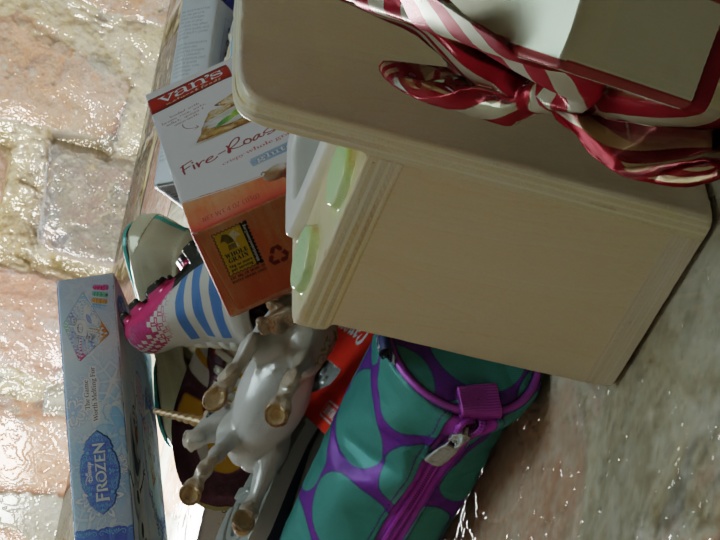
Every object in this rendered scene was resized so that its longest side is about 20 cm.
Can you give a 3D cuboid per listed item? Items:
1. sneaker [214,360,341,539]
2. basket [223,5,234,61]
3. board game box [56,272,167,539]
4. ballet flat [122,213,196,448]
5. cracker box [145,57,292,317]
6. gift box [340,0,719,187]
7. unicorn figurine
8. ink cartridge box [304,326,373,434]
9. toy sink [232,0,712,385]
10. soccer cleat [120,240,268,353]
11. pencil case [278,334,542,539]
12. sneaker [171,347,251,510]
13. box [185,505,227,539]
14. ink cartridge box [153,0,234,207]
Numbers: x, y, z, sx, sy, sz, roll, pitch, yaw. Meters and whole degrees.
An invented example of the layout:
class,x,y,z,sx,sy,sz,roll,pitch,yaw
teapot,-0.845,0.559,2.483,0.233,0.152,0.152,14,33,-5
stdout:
class,x,y,z,sx,sy,sz,roll,pitch,yaw
sneaker,-0.012,0.112,1.025,0.201,0.080,0.076,-61,14,-23
basket,-0.026,-0.125,1.172,0.200,0.138,0.178,88,-172,-67
board game box,-0.164,0.129,1.161,0.200,0.043,0.201,88,175,-71
ballet flat,-0.121,0.050,1.218,0.070,0.069,0.201,-98,-1,-56
cracker box,-0.037,-0.066,0.932,0.200,0.133,0.058,-119,6,-61
gift box,0.069,-0.136,0.554,0.184,0.199,0.188,28,105,52
unicorn figurine,-0.060,0.077,0.955,0.200,0.074,0.138,-48,8,31
ink cartridge box,0.000,0.000,1.006,0.174,0.043,0.200,-53,13,-3
toy sink,0.029,-0.047,0.729,0.131,0.198,0.112,-93,22,-47
soccer cleat,-0.085,0.025,1.042,0.070,0.086,0.200,-45,3,-32
pencil case,0.018,0.105,0.873,0.093,0.084,0.201,-91,19,-49
sneaker,-0.079,0.054,1.123,0.090,0.074,0.202,102,178,-64
box,-0.103,0.170,1.258,0.200,0.036,0.146,-98,22,-78
ink cartridge box,-0.070,-0.111,1.258,0.040,0.199,0.202,-8,64,28
